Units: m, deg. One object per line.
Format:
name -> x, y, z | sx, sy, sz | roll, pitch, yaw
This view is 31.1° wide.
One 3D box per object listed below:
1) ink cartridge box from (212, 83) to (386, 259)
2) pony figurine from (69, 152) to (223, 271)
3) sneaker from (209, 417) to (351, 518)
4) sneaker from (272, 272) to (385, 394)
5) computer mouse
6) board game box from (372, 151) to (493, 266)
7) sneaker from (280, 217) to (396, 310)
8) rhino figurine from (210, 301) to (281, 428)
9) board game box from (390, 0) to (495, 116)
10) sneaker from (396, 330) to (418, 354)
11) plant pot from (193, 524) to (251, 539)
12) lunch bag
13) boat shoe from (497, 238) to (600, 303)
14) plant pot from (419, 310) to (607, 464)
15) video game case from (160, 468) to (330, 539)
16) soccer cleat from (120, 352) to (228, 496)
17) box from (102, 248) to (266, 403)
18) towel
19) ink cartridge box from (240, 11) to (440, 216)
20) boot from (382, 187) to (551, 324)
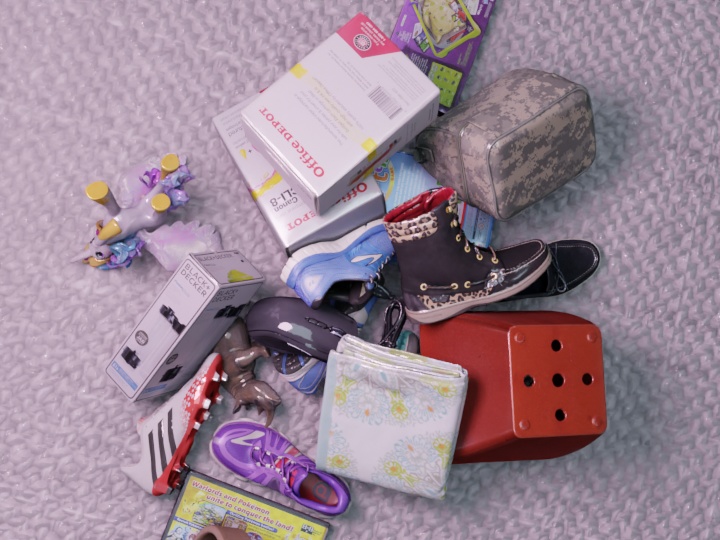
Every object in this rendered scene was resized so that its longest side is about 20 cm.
ink cartridge box -> -0.073, -0.125, 1.659 | 0.145, 0.145, 0.200 | -30, 77, -4
pony figurine -> -0.274, -0.073, 1.646 | 0.193, 0.200, 0.167 | -25, 79, -25
sneaker -> -0.098, 0.251, 1.662 | 0.199, 0.083, 0.081 | 26, 81, -2
sneaker -> -0.037, 0.077, 1.705 | 0.076, 0.077, 0.200 | 23, 61, 41
computer mouse -> -0.036, 0.053, 1.636 | 0.199, 0.046, 0.141 | 21, 63, 4
board game box -> 0.080, -0.077, 1.747 | 0.199, 0.037, 0.152 | 12, 82, -6
sneaker -> 0.000, 0.000, 1.634 | 0.199, 0.079, 0.089 | -23, 67, -28
rhino figurine -> -0.155, 0.110, 1.682 | 0.087, 0.060, 0.201 | -22, 86, 15
board game box -> 0.104, -0.321, 1.785 | 0.120, 0.032, 0.201 | 22, 80, -8
sneaker -> 0.065, 0.181, 1.704 | 0.091, 0.078, 0.201 | 8, 87, -19
plant pot -> -0.117, 0.419, 1.574 | 0.174, 0.200, 0.201 | 12, 81, -23
lunch bag -> 0.188, -0.177, 1.695 | 0.200, 0.168, 0.140 | -33, 132, -23
boat shoe -> 0.243, 0.002, 1.730 | 0.199, 0.062, 0.075 | -13, 90, -24
plant pot -> 0.206, 0.143, 1.638 | 0.199, 0.176, 0.201 | 1, 83, -25
video game case -> -0.162, 0.376, 1.668 | 0.199, 0.026, 0.181 | 22, 81, -3
soccer cleat -> -0.237, 0.189, 1.646 | 0.085, 0.069, 0.201 | 25, 95, 11
box -> -0.219, 0.067, 1.609 | 0.060, 0.117, 0.200 | 44, 109, 16
towel -> 0.036, 0.184, 1.590 | 0.170, 0.048, 0.201 | 15, 120, 11
ink cartridge box -> -0.025, -0.187, 1.555 | 0.200, 0.083, 0.145 | -40, 78, -11
boot -> 0.130, -0.033, 1.612 | 0.199, 0.073, 0.151 | -21, 115, 0
